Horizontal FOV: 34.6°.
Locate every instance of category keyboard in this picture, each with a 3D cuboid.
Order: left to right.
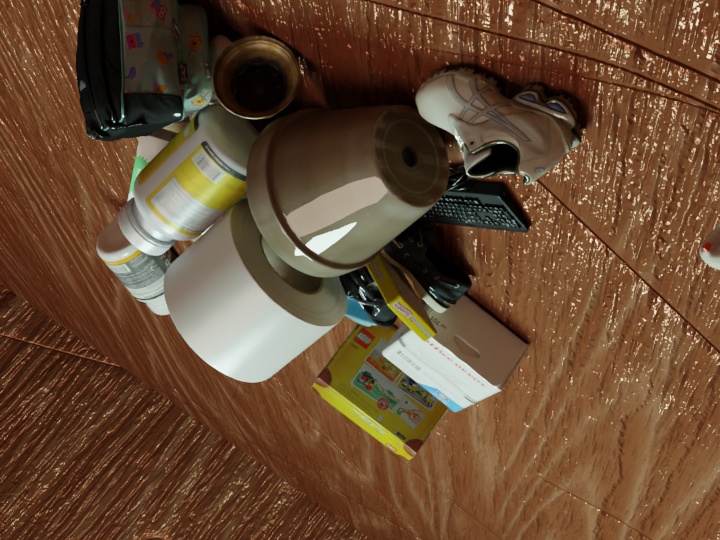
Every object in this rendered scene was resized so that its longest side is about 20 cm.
[{"bbox_3d":[0.102,-0.077,1.372,0.200,0.040,0.104,8,144,52],"label":"keyboard"}]

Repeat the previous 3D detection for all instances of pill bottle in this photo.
[{"bbox_3d":[-0.421,-0.009,2.272,0.116,0.116,0.200,20,153,40],"label":"pill bottle"},{"bbox_3d":[-0.216,-0.109,1.466,0.112,0.112,0.200,44,117,-14],"label":"pill bottle"}]

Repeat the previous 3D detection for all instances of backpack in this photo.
[{"bbox_3d":[-0.266,-0.269,1.400,0.176,0.153,0.201,-7,94,65],"label":"backpack"}]

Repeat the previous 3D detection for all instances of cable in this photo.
[{"bbox_3d":[0.000,0.000,1.570,0.163,0.051,0.200,56,-169,15],"label":"cable"}]

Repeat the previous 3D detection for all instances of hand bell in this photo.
[{"bbox_3d":[-0.117,-0.202,1.437,0.104,0.104,0.200,35,170,10],"label":"hand bell"}]

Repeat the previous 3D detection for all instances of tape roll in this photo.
[{"bbox_3d":[-0.134,0.025,1.497,0.203,0.203,0.139,44,119,-14],"label":"tape roll"}]

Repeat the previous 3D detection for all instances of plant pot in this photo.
[{"bbox_3d":[-0.001,-0.107,1.309,0.173,0.200,0.200,-19,122,47],"label":"plant pot"}]

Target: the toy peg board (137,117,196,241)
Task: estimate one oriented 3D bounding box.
[{"bbox_3d":[-0.214,-0.149,1.704,0.200,0.098,0.199,6,127,54],"label":"toy peg board"}]

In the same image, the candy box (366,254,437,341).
[{"bbox_3d":[0.032,-0.003,1.503,0.102,0.026,0.200,42,-166,-45],"label":"candy box"}]

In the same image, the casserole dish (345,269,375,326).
[{"bbox_3d":[-0.031,0.009,1.772,0.121,0.039,0.200,17,150,44],"label":"casserole dish"}]

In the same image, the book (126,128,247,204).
[{"bbox_3d":[-0.206,-0.112,1.559,0.200,0.048,0.134,16,130,-5],"label":"book"}]

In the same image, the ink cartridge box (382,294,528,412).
[{"bbox_3d":[0.131,0.115,1.655,0.146,0.086,0.200,39,158,-1],"label":"ink cartridge box"}]

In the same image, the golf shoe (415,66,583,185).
[{"bbox_3d":[0.116,-0.140,1.139,0.200,0.097,0.078,19,154,44],"label":"golf shoe"}]

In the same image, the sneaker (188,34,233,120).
[{"bbox_3d":[-0.184,-0.220,1.477,0.075,0.089,0.200,38,159,6],"label":"sneaker"}]

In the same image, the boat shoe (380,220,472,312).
[{"bbox_3d":[0.074,-0.029,1.489,0.066,0.075,0.199,-30,115,23],"label":"boat shoe"}]

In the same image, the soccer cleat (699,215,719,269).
[{"bbox_3d":[0.378,-0.020,0.997,0.078,0.069,0.200,42,156,-18],"label":"soccer cleat"}]

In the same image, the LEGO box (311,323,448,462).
[{"bbox_3d":[0.045,0.184,1.852,0.200,0.149,0.077,37,160,4],"label":"LEGO box"}]
